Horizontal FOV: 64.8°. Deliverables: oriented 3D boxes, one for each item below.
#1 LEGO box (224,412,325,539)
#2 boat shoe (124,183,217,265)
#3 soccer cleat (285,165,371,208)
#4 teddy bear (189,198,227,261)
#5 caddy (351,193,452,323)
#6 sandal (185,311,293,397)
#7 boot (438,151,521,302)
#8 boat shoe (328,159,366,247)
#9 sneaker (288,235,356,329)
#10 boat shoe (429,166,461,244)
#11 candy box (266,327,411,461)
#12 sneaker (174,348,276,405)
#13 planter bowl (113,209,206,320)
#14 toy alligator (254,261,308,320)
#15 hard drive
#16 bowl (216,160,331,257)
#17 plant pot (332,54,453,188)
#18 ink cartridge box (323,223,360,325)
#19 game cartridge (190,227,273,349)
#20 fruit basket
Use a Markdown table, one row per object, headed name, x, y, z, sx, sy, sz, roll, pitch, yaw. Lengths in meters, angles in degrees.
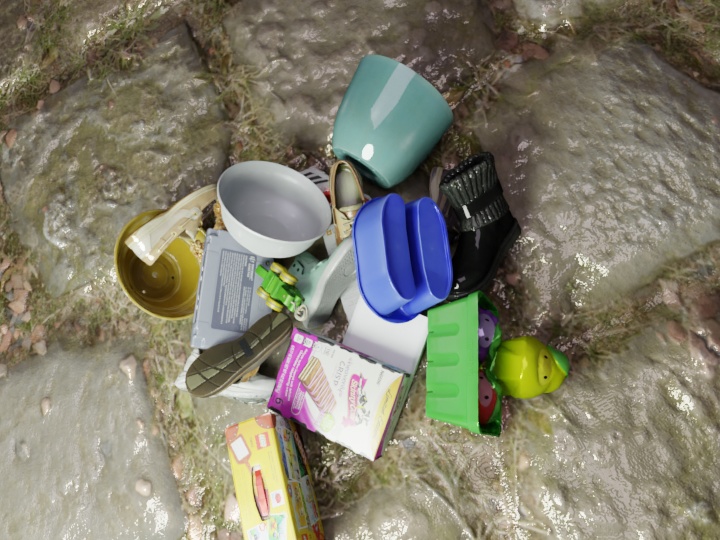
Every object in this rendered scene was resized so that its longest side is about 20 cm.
| name | x | y | z | sx | sy | sz | roll | pitch | yaw |
| --- | --- | --- | --- | --- | --- | --- | --- | --- | --- |
| LEGO box | -0.124 | 0.331 | 0.848 | 0.075 | 0.149 | 0.204 | -19 | 67 | 5 |
| boat shoe | -0.319 | -0.082 | 1.005 | 0.200 | 0.073 | 0.070 | -45 | 107 | -34 |
| soccer cleat | -0.069 | -0.155 | 1.065 | 0.195 | 0.069 | 0.087 | 7 | 65 | 16 |
| teddy bear | -0.233 | -0.041 | 1.042 | 0.143 | 0.067 | 0.203 | 30 | 68 | -16 |
| caddy | 0.060 | -0.023 | 0.881 | 0.139 | 0.104 | 0.205 | 2 | 76 | -33 |
| sandal | -0.190 | 0.142 | 0.916 | 0.198 | 0.055 | 0.082 | -36 | 49 | -8 |
| boot | 0.171 | -0.071 | 0.911 | 0.078 | 0.159 | 0.212 | 2 | 45 | 46 |
| boat shoe | -0.017 | -0.092 | 0.969 | 0.074 | 0.074 | 0.205 | -15 | 83 | 1 |
| sneaker | -0.070 | -0.009 | 0.962 | 0.119 | 0.073 | 0.202 | 56 | 129 | 29 |
| boat shoe | 0.151 | -0.089 | 0.987 | 0.071 | 0.075 | 0.205 | 2 | 71 | 13 |
| candy box | -0.035 | 0.190 | 0.893 | 0.196 | 0.061 | 0.139 | 19 | 87 | 20 |
| sneaker | -0.220 | 0.170 | 0.972 | 0.195 | 0.078 | 0.102 | 6 | 68 | 14 |
| planter bowl | -0.363 | -0.001 | 1.038 | 0.083 | 0.197 | 0.205 | -22 | 60 | 44 |
| toy alligator | -0.116 | 0.040 | 0.919 | 0.060 | 0.054 | 0.199 | -59 | 39 | 4 |
| hard drive | 0.026 | 0.151 | 0.926 | 0.129 | 0.026 | 0.204 | 21 | 88 | 19 |
| bowl | -0.155 | -0.089 | 0.973 | 0.197 | 0.091 | 0.204 | 16 | 43 | -15 |
| plant pot | 0.041 | -0.249 | 1.010 | 0.198 | 0.201 | 0.163 | 31 | 86 | 21 |
| ink cartridge box | 0.000 | 0.000 | 1.006 | 0.093 | 0.037 | 0.204 | -19 | 66 | 5 |
| game cartridge | -0.214 | 0.039 | 0.978 | 0.130 | 0.041 | 0.205 | 12 | 73 | -24 |
| fruit basket | 0.208 | 0.144 | 0.856 | 0.211 | 0.155 | 0.221 | -9 | 70 | 26 |
